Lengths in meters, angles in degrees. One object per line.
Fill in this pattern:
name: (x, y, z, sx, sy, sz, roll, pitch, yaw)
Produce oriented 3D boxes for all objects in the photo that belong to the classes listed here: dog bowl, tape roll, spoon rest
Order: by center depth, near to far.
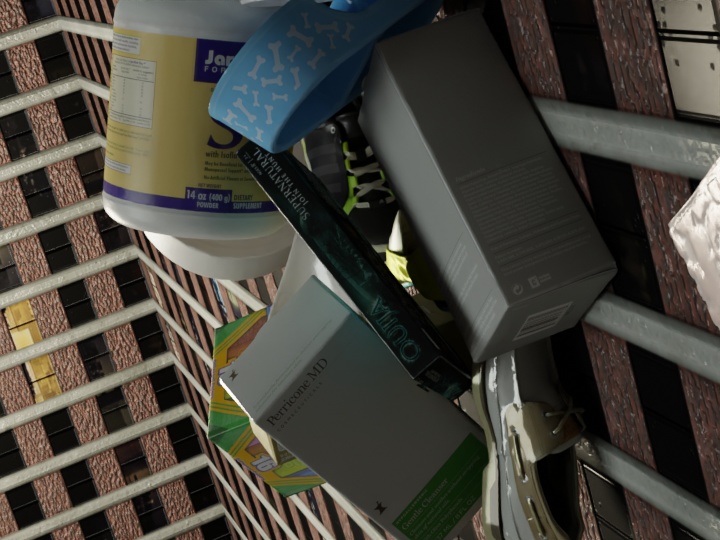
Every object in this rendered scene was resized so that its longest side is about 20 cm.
dog bowl: (-0.016, -0.149, 0.982, 0.050, 0.200, 0.112, 43, 143, 6)
spoon rest: (-0.034, 0.011, 1.257, 0.061, 0.098, 0.202, 48, -140, -41)
tape roll: (-0.119, -0.097, 1.392, 0.071, 0.201, 0.204, 115, 132, -71)

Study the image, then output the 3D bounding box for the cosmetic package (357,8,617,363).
cosmetic package: (0.076, -0.055, 0.968, 0.107, 0.089, 0.202, 109, 141, -67)

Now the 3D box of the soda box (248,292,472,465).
soda box: (0.008, 0.077, 1.162, 0.068, 0.198, 0.065, 40, 147, 61)

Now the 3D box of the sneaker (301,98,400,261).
sneaker: (-0.011, -0.093, 1.243, 0.083, 0.071, 0.201, 93, 157, -46)

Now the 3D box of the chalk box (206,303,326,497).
chalk box: (-0.021, 0.096, 1.316, 0.124, 0.199, 0.125, 43, -147, -39)

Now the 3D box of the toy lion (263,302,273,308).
toy lion: (-0.026, 0.140, 1.666, 0.191, 0.068, 0.202, 34, 142, 55)

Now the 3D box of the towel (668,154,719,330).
towel: (0.219, 0.025, 0.660, 0.191, 0.032, 0.202, 108, 140, -69)

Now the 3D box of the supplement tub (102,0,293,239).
supplement tub: (-0.117, -0.134, 1.110, 0.145, 0.144, 0.203, -147, 61, -66)

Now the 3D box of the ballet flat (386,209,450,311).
ballet flat: (0.054, -0.019, 1.104, 0.200, 0.066, 0.068, -139, 27, -79)

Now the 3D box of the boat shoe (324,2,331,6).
boat shoe: (-0.070, -0.265, 1.240, 0.091, 0.070, 0.201, 59, -173, -45)

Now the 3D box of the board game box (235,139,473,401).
board game box: (0.000, 0.000, 1.026, 0.201, 0.028, 0.135, 52, -176, 18)

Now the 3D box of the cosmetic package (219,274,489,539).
cosmetic package: (0.007, 0.111, 1.087, 0.200, 0.108, 0.085, 41, 179, -31)

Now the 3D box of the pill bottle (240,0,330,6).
pill bottle: (-0.054, -0.282, 0.994, 0.111, 0.109, 0.203, -164, 70, -72)

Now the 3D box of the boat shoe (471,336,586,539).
boat shoe: (0.126, 0.108, 1.051, 0.068, 0.074, 0.202, 10, 115, 39)
